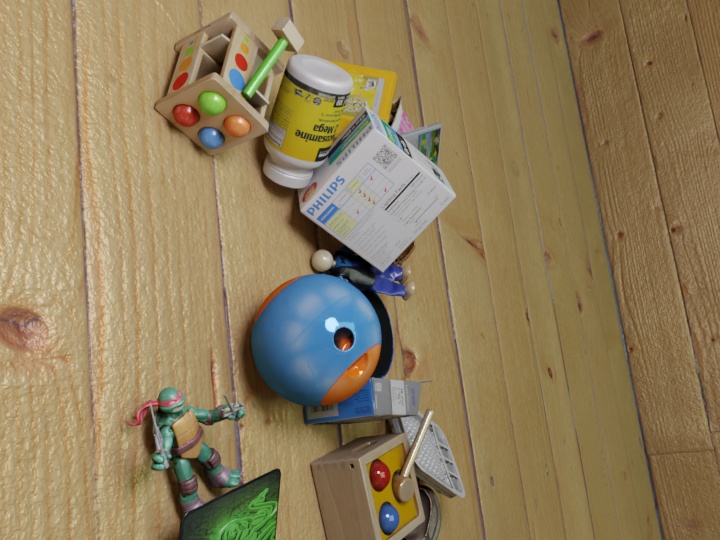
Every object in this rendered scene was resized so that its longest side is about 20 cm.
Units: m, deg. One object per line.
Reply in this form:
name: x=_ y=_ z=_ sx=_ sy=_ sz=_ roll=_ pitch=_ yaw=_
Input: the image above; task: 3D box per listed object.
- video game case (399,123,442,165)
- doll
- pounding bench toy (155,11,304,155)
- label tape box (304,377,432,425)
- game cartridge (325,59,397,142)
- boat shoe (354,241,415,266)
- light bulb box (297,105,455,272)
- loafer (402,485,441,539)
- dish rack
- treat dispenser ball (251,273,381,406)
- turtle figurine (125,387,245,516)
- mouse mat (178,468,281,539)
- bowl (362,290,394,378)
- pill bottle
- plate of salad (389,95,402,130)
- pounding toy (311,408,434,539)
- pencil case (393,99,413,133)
video game case: x=0.116 y=-0.206 z=1.599 sx=0.182 sy=0.022 sz=0.201 roll=-27 pitch=127 yaw=-49
doll: x=0.000 y=0.000 z=1.362 sx=0.199 sy=0.049 sz=0.137 roll=13 pitch=45 yaw=-25
pounding bench toy: x=-0.184 y=-0.283 z=1.105 sx=0.124 sy=0.199 sz=0.157 roll=40 pitch=46 yaw=-42
label tape box: x=0.020 y=0.227 z=1.266 sx=0.200 sy=0.144 sz=0.064 roll=15 pitch=65 yaw=-54
game cartridge: x=-0.028 y=-0.316 z=1.400 sx=0.033 sy=0.175 sz=0.201 roll=98 pitch=2 yaw=-54
boat shoe: x=0.048 y=-0.029 z=1.482 sx=0.200 sy=0.067 sz=0.072 roll=-34 pitch=107 yaw=-56
light bulb box: x=0.024 y=-0.143 z=1.307 sx=0.200 sy=0.198 sz=0.125 roll=36 pitch=19 yaw=-25
loafer: x=0.098 y=0.487 z=1.349 sx=0.071 sy=0.073 sz=0.201 roll=44 pitch=44 yaw=-39
dish rack: x=0.121 y=0.349 z=1.426 sx=0.200 sy=0.043 sz=0.172 roll=44 pitch=20 yaw=-40
treat dispenser ball: x=-0.067 y=0.106 z=1.129 sx=0.201 sy=0.200 sz=0.202 roll=27 pitch=56 yaw=-49
turtle figurine: x=-0.218 y=0.218 z=0.950 sx=0.149 sy=0.100 sz=0.201 roll=-35 pitch=125 yaw=-38
mouse mat: x=-0.174 y=0.368 z=0.990 sx=0.200 sy=0.007 sz=0.162 roll=-9 pitch=107 yaw=-59
bowl: x=-0.001 y=0.119 z=1.376 sx=0.200 sy=0.039 sz=0.202 roll=27 pitch=56 yaw=-50
pill bottle: x=-0.095 y=-0.243 z=1.224 sx=0.112 sy=0.201 sz=0.113 roll=17 pitch=31 yaw=-10
plate of salad: x=0.034 y=-0.260 z=1.477 sx=0.048 sy=0.200 sz=0.201 roll=22 pitch=50 yaw=-6
pounding toy: x=0.040 y=0.354 z=1.249 sx=0.200 sy=0.142 sz=0.185 roll=-9 pitch=86 yaw=-57
pencil case: x=0.067 y=-0.317 z=1.608 sx=0.200 sy=0.087 sz=0.088 roll=50 pitch=40 yaw=-36
